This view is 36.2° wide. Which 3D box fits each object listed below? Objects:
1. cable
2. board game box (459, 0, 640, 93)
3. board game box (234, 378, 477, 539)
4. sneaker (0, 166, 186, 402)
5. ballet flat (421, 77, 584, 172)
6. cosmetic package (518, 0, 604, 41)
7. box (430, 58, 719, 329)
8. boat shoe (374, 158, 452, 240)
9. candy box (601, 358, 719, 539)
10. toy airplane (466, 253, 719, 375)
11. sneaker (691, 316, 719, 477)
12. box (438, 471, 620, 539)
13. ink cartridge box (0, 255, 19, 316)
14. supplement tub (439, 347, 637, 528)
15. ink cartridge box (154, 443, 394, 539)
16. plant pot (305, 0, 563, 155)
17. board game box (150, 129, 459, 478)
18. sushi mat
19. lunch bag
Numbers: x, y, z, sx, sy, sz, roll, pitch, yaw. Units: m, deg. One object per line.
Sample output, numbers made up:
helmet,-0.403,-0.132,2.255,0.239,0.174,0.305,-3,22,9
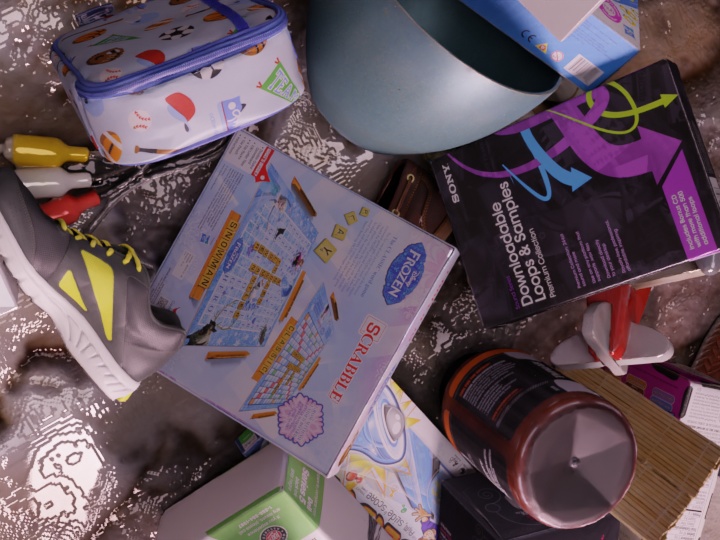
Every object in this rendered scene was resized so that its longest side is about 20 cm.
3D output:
cable,-0.184,-0.070,0.843,0.199,0.050,0.098,-13,106,-13
board game box,0.122,-0.262,0.839,0.200,0.196,0.056,30,135,-21
board game box,0.007,0.171,0.959,0.135,0.034,0.200,-44,110,-6
sneaker,-0.201,-0.001,0.805,0.084,0.074,0.200,-33,119,-8
ballet flat,0.141,-0.143,0.927,0.200,0.071,0.071,-36,109,-9
cosmetic package,0.157,-0.249,0.754,0.108,0.085,0.200,43,42,-2
box,0.162,-0.052,0.826,0.199,0.036,0.144,-22,81,29
boat shoe,0.000,0.000,0.907,0.070,0.070,0.200,40,78,-27
candy box,0.252,0.179,0.986,0.061,0.136,0.201,13,97,-21
toy airplane,0.203,-0.015,0.901,0.200,0.199,0.141,-32,120,-7
sneaker,0.364,0.106,1.049,0.080,0.071,0.200,30,95,-25
box,0.141,0.281,0.964,0.122,0.106,0.201,-9,113,-23
ink cartridge box,-0.364,-0.007,0.780,0.199,0.086,0.147,-23,106,-11
supplement tub,0.133,0.125,0.903,0.106,0.200,0.107,-4,103,-18
ink cartridge box,-0.053,0.254,0.907,0.145,0.084,0.200,-34,110,17
plant pot,0.035,-0.167,0.840,0.200,0.201,0.135,31,127,-21
board game box,-0.057,0.023,0.858,0.199,0.041,0.201,30,91,11
sushi mat,0.213,0.145,0.936,0.096,0.200,0.012,-51,126,-1
lunch bag,-0.128,-0.149,0.774,0.160,0.200,0.076,-25,121,-11
